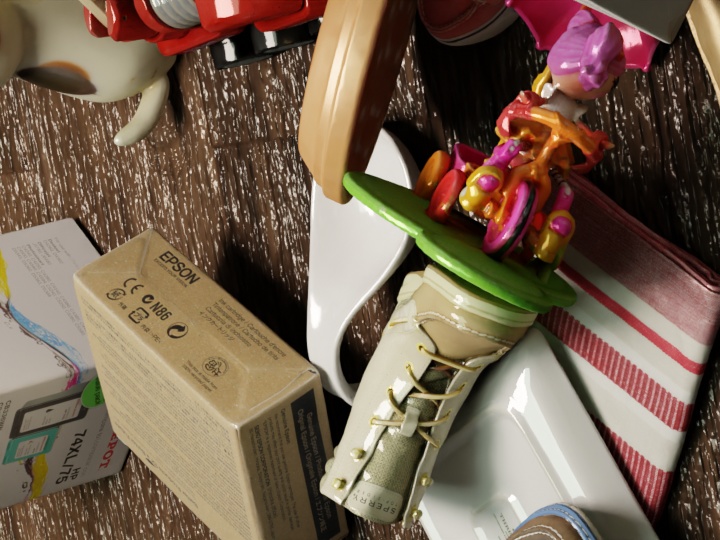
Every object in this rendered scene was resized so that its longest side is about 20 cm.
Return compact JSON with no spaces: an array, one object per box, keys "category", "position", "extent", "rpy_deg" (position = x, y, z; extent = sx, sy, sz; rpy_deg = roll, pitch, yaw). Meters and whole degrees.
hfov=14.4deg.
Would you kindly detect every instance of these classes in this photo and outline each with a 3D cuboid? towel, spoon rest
[{"category":"towel","position":[0.145,0.055,1.689],"extent":[0.144,0.023,0.200],"rpy_deg":[40,132,35]},{"category":"spoon rest","position":[0.000,0.000,1.826],"extent":[0.099,0.061,0.201],"rpy_deg":[26,122,46]}]

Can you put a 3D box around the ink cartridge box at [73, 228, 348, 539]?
[{"category":"ink cartridge box","position":[-0.101,0.091,1.934],"extent":[0.200,0.075,0.165],"rpy_deg":[40,153,38]}]

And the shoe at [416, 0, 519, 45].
[{"category":"shoe","position":[0.065,-0.195,1.651],"extent":[0.200,0.091,0.072],"rpy_deg":[-47,64,48]}]

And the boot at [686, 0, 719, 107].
[{"category":"boot","position":[0.197,-0.118,1.468],"extent":[0.175,0.066,0.200],"rpy_deg":[30,-139,-85]}]

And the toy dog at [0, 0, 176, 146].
[{"category":"toy dog","position":[-0.237,-0.170,1.962],"extent":[0.139,0.200,0.194],"rpy_deg":[-6,96,53]}]

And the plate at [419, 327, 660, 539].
[{"category":"plate","position":[0.100,0.161,1.749],"extent":[0.200,0.032,0.200],"rpy_deg":[60,145,10]}]

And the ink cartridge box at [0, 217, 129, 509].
[{"category":"ink cartridge box","position":[-0.274,0.076,2.091],"extent":[0.146,0.200,0.147],"rpy_deg":[50,136,28]}]

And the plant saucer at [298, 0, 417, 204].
[{"category":"plant saucer","position":[0.002,-0.139,1.682],"extent":[0.037,0.200,0.201],"rpy_deg":[16,122,5]}]

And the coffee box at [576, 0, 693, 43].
[{"category":"coffee box","position":[0.096,-0.209,1.472],"extent":[0.200,0.080,0.113],"rpy_deg":[32,97,44]}]

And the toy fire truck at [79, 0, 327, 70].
[{"category":"toy fire truck","position":[-0.117,-0.192,1.798],"extent":[0.176,0.200,0.129],"rpy_deg":[-13,92,53]}]

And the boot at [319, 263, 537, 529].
[{"category":"boot","position":[0.036,0.078,1.696],"extent":[0.155,0.072,0.200],"rpy_deg":[-66,8,-6]}]

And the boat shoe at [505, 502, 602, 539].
[{"category":"boat shoe","position":[0.082,0.207,1.705],"extent":[0.072,0.072,0.200],"rpy_deg":[56,144,16]}]

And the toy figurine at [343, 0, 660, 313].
[{"category":"toy figurine","position":[0.100,-0.089,1.581],"extent":[0.184,0.150,0.200],"rpy_deg":[-62,11,9]}]
